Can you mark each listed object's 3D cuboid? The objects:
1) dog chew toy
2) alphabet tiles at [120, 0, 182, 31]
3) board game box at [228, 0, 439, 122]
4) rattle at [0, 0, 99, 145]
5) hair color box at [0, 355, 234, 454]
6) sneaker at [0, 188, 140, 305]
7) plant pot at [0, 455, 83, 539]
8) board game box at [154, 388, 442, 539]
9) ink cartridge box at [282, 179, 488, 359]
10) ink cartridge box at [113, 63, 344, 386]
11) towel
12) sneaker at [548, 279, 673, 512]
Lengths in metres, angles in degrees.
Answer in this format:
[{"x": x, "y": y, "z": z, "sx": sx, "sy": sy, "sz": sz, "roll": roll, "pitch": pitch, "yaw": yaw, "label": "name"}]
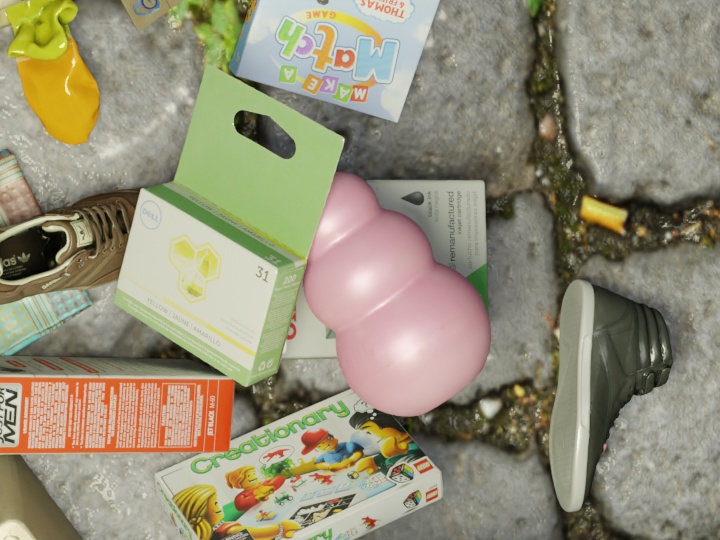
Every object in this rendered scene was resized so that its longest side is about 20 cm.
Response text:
[{"x": 0.013, "y": 0.011, "z": 1.423, "sx": 0.124, "sy": 0.124, "sz": 0.201, "roll": -36, "pitch": 95, "yaw": -19, "label": "dog chew toy"}, {"x": -0.153, "y": -0.314, "z": 1.459, "sx": 0.167, "sy": 0.008, "sz": 0.201, "roll": -37, "pitch": 129, "yaw": -12, "label": "alphabet tiles"}, {"x": -0.007, "y": -0.238, "z": 1.521, "sx": 0.150, "sy": 0.037, "sz": 0.202, "roll": 14, "pitch": 106, "yaw": -20, "label": "board game box"}, {"x": -0.243, "y": -0.173, "z": 1.373, "sx": 0.129, "sy": 0.200, "sz": 0.145, "roll": -5, "pitch": 89, "yaw": -21, "label": "rattle"}, {"x": -0.208, "y": 0.103, "z": 1.412, "sx": 0.198, "sy": 0.111, "sz": 0.065, "roll": 4, "pitch": 94, "yaw": -25, "label": "hair color box"}, {"x": -0.220, "y": -0.018, "z": 1.425, "sx": 0.199, "sy": 0.075, "sz": 0.071, "roll": -23, "pitch": 94, "yaw": -35, "label": "sneaker"}, {"x": -0.275, "y": 0.261, "z": 1.345, "sx": 0.199, "sy": 0.177, "sz": 0.201, "roll": -38, "pitch": 99, "yaw": -14, "label": "plant pot"}, {"x": -0.050, "y": 0.173, "z": 1.479, "sx": 0.198, "sy": 0.126, "sz": 0.035, "roll": -22, "pitch": 132, "yaw": -21, "label": "board game box"}, {"x": 0.000, "y": 0.000, "z": 1.524, "sx": 0.198, "sy": 0.084, "sz": 0.148, "roll": -2, "pitch": 89, "yaw": -22, "label": "ink cartridge box"}, {"x": -0.103, "y": -0.035, "z": 1.400, "sx": 0.048, "sy": 0.145, "sz": 0.202, "roll": -19, "pitch": 132, "yaw": -52, "label": "ink cartridge box"}, {"x": -0.324, "y": 0.014, "z": 1.429, "sx": 0.199, "sy": 0.022, "sz": 0.148, "roll": -31, "pitch": 99, "yaw": -20, "label": "towel"}, {"x": 0.223, "y": 0.114, "z": 1.613, "sx": 0.098, "sy": 0.071, "sz": 0.202, "roll": 9, "pitch": 80, "yaw": -16, "label": "sneaker"}]
